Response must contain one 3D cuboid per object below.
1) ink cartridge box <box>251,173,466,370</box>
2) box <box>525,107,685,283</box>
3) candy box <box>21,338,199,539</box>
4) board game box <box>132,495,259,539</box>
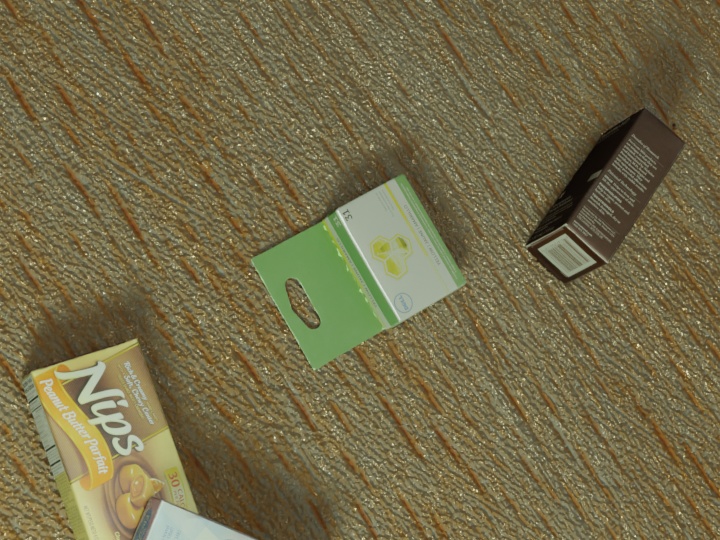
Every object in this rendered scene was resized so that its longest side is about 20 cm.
[{"bbox_3d":[0.000,0.000,1.816,0.200,0.048,0.146,-29,89,-30],"label":"ink cartridge box"},{"bbox_3d":[0.288,-0.088,1.938,0.075,0.100,0.200,42,63,-7],"label":"box"},{"bbox_3d":[-0.248,0.180,1.647,0.115,0.055,0.200,-17,83,-27],"label":"candy box"},{"bbox_3d":[-0.153,0.350,1.613,0.199,0.043,0.200,28,78,-23],"label":"board game box"}]
